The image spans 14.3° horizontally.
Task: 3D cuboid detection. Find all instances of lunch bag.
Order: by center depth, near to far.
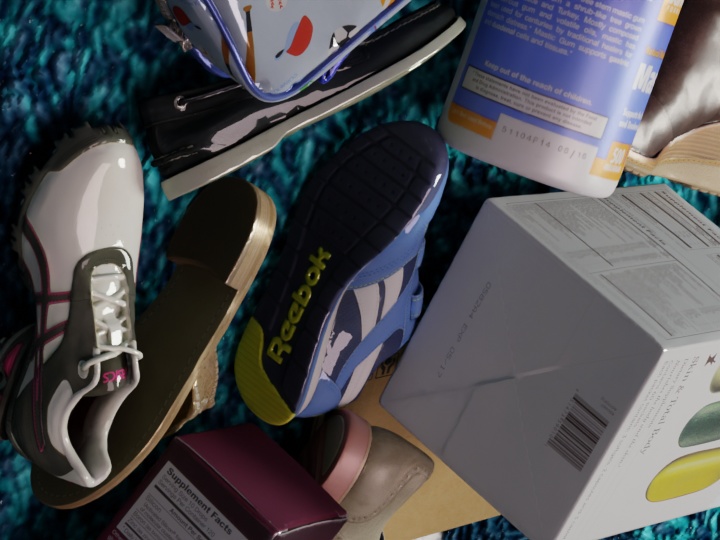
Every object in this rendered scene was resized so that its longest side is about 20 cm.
[{"bbox_3d":[-0.026,-0.188,1.483,0.200,0.076,0.160,-40,127,-14],"label":"lunch bag"}]

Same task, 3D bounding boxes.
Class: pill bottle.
[{"bbox_3d":[0.126,-0.152,1.639,0.112,0.112,0.201,11,102,-48],"label":"pill bottle"}]

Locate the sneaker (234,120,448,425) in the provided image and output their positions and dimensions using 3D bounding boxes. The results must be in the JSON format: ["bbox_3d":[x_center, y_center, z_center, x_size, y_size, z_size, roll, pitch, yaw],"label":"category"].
[{"bbox_3d":[0.000,0.000,1.674,0.082,0.074,0.200,6,121,-49],"label":"sneaker"}]

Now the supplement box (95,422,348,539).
[{"bbox_3d":[-0.112,0.191,1.646,0.200,0.086,0.110,-52,164,14],"label":"supplement box"}]

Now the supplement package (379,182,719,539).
[{"bbox_3d":[0.150,0.054,1.725,0.200,0.151,0.152,-7,131,-52],"label":"supplement package"}]

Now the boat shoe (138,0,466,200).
[{"bbox_3d":[-0.035,-0.111,1.561,0.199,0.074,0.066,-30,94,-15],"label":"boat shoe"}]

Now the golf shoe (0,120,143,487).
[{"bbox_3d":[-0.142,0.019,1.534,0.077,0.088,0.201,-8,122,-39],"label":"golf shoe"}]

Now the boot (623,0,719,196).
[{"bbox_3d":[0.192,-0.141,1.776,0.200,0.072,0.167,11,98,-47],"label":"boot"}]

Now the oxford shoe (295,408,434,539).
[{"bbox_3d":[-0.026,0.172,1.734,0.074,0.071,0.200,22,128,-19],"label":"oxford shoe"}]

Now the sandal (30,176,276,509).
[{"bbox_3d":[-0.099,0.053,1.611,0.070,0.078,0.212,33,88,-49],"label":"sandal"}]

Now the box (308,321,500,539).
[{"bbox_3d":[0.047,0.102,1.832,0.200,0.021,0.164,-12,126,-39],"label":"box"}]
